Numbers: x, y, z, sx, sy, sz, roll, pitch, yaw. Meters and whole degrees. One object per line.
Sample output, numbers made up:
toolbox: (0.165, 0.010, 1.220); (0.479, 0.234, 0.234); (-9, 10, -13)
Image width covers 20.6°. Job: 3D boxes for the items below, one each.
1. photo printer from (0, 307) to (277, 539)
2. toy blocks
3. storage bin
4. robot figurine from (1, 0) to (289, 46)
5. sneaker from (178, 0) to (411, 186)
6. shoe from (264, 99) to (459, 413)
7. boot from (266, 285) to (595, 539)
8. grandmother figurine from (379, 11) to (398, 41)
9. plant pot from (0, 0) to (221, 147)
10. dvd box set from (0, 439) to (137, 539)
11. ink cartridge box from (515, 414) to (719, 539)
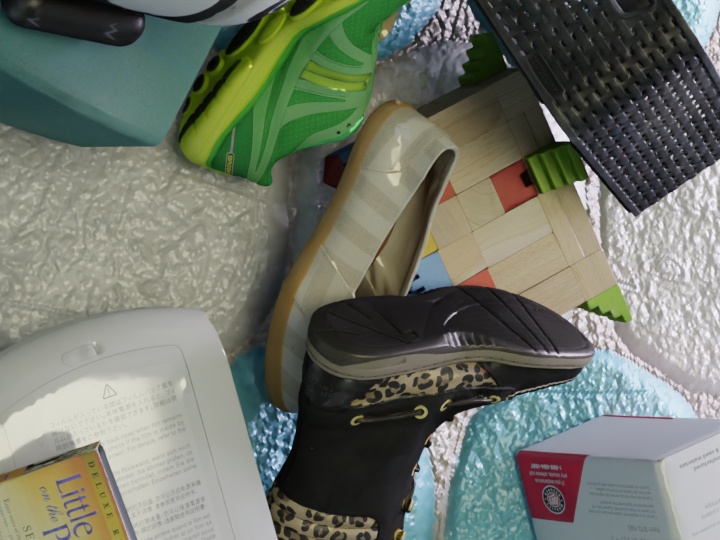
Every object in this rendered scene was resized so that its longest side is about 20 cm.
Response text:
photo printer: (-0.136, 0.125, 1.107); (0.166, 0.069, 0.200); (-20, 99, -27)
toy blocks: (0.065, -0.029, 1.231); (0.137, 0.100, 0.200); (-29, 103, -16)
storage bin: (0.150, -0.130, 1.193); (0.094, 0.200, 0.135); (-34, 67, 10)
robot figurine: (-0.104, -0.185, 0.945); (0.200, 0.150, 0.125); (9, 78, -45)
sneaker: (-0.021, -0.125, 1.136); (0.084, 0.200, 0.074); (31, 32, -29)
shoe: (0.000, 0.000, 1.161); (0.070, 0.053, 0.200); (0, 116, -58)
boot: (0.036, 0.090, 1.178); (0.200, 0.073, 0.151); (-3, 125, -39)
grandmother figurine: (-0.069, -0.199, 1.153); (0.121, 0.061, 0.200); (-39, 118, 3)
plant pot: (-0.182, -0.153, 1.052); (0.200, 0.141, 0.141); (37, 71, -33)
dvd box set: (-0.206, 0.189, 1.035); (0.200, 0.029, 0.146); (-20, 98, -1)
ink cartridge box: (0.193, 0.200, 1.260); (0.083, 0.145, 0.200); (-19, 98, -32)
